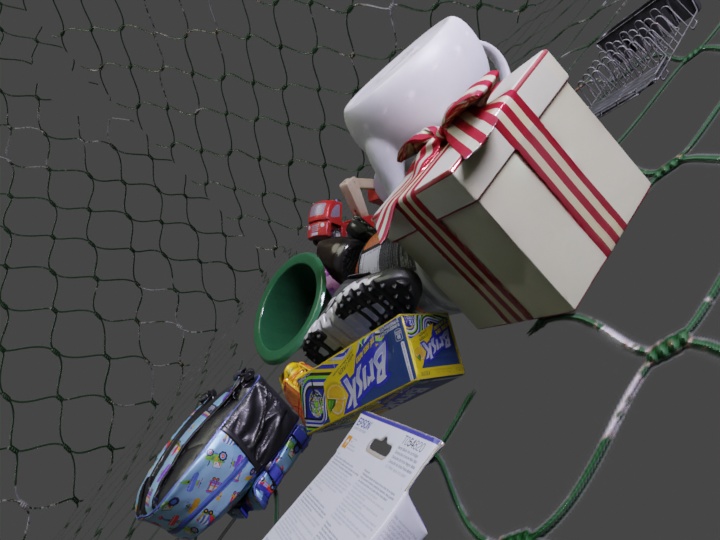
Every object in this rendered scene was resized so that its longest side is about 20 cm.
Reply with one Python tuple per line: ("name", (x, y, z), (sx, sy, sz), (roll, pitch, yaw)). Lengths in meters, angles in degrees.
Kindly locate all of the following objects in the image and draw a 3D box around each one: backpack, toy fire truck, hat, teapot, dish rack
("backpack", (-0.178, 0.246, 0.868), (0.182, 0.135, 0.201), (-33, 16, 52))
("toy fire truck", (-0.007, -0.098, 1.147), (0.048, 0.197, 0.146), (-9, 74, 38))
("hat", (-0.050, 0.084, 1.054), (0.167, 0.174, 0.200), (-53, 33, 9))
("teapot", (0.086, -0.188, 0.828), (0.198, 0.147, 0.199), (-36, 16, 20))
("dish rack", (0.350, -0.276, 0.906), (0.201, 0.054, 0.153), (-53, 10, -28))

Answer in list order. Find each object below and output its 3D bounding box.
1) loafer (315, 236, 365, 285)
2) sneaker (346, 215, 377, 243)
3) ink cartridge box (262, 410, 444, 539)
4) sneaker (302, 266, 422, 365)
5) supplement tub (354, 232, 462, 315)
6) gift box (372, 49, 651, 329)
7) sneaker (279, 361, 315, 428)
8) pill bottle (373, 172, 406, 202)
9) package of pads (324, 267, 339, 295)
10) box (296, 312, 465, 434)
("loafer", (0.000, 0.000, 0.988), (0.074, 0.070, 0.200), (-56, -33, -10))
("sneaker", (0.014, -0.008, 1.069), (0.091, 0.070, 0.200), (-51, -26, -2))
("ink cartridge box", (-0.018, 0.216, 0.577), (0.201, 0.041, 0.199), (-49, 10, -14))
("sneaker", (0.006, 0.032, 0.755), (0.200, 0.066, 0.092), (-41, 16, 49))
("supplement tub", (0.070, -0.003, 0.828), (0.123, 0.123, 0.199), (-49, 10, -21))
("gift box", (0.126, -0.065, 0.646), (0.201, 0.187, 0.184), (-50, 10, -28))
("sneaker", (-0.071, 0.161, 0.921), (0.073, 0.077, 0.199), (-47, 11, -18))
("pill bottle", (0.092, -0.192, 1.171), (0.112, 0.112, 0.201), (-36, 15, 44))
("package of pads", (-0.016, 0.012, 1.277), (0.121, 0.076, 0.199), (-47, 9, -20))
("box", (0.014, 0.110, 0.720), (0.069, 0.066, 0.199), (0, -25, -37))
